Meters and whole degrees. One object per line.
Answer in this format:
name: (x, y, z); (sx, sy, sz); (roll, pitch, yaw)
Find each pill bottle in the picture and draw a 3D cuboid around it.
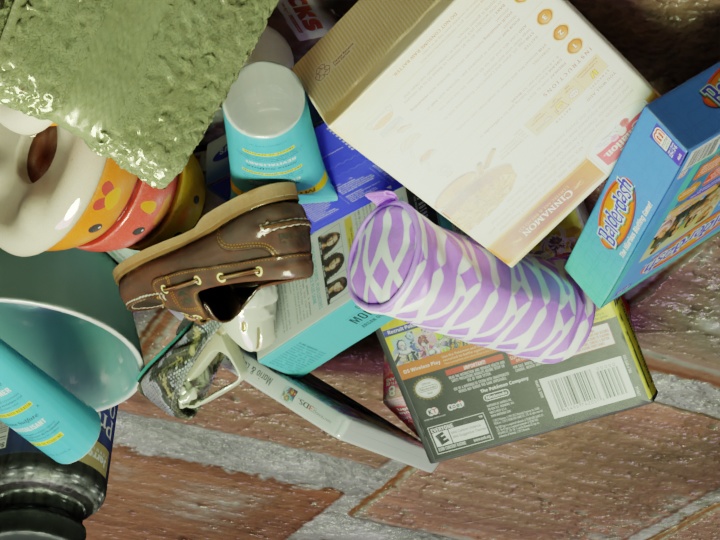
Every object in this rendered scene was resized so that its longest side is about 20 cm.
pill bottle: (-0.277, 0.156, 1.457); (0.111, 0.201, 0.112); (2, 149, 1)

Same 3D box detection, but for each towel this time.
towel: (-0.117, -0.159, 0.910); (0.148, 0.200, 0.036); (29, 174, -32)

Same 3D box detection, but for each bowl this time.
bowl: (-0.273, 0.030, 1.342); (0.200, 0.105, 0.201); (1, 149, 1)

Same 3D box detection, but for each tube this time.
tube: (-0.285, 0.083, 1.279); (0.077, 0.051, 0.200); (-22, 136, 23)
tube: (-0.057, -0.077, 1.079); (0.077, 0.051, 0.200); (2, 165, 2)

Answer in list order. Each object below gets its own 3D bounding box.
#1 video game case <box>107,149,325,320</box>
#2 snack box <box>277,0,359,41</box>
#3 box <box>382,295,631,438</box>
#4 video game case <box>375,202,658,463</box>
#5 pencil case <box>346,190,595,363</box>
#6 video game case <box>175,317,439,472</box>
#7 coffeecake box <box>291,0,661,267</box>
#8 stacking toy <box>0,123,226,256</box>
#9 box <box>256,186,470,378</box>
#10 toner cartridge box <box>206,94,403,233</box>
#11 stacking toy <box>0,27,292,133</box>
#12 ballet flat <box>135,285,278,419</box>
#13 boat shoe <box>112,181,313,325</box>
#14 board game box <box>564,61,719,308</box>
video game case: (-0.115, -0.027, 1.316); (0.182, 0.023, 0.200); (-12, 146, 22)
snack box: (-0.043, -0.215, 1.001); (0.072, 0.024, 0.200); (-8, 148, 20)
box: (0.126, 0.071, 1.387); (0.199, 0.100, 0.095); (-13, 145, 22)
video game case: (0.112, 0.045, 1.297); (0.199, 0.025, 0.181); (-19, 99, 25)
pencil case: (0.083, 0.009, 1.161); (0.200, 0.086, 0.084); (17, 168, -41)
video game case: (-0.041, 0.108, 1.391); (0.182, 0.024, 0.200); (30, 179, 29)
coffeecake box: (0.082, -0.115, 1.052); (0.153, 0.073, 0.200); (-44, 132, 13)
stacking toy: (-0.159, -0.063, 1.171); (0.146, 0.147, 0.200); (-26, 149, 38)
box: (0.000, 0.000, 1.266); (0.200, 0.083, 0.049); (-33, 140, 31)
toner cartridge box: (-0.005, -0.094, 1.158); (0.200, 0.043, 0.095); (-26, 138, 27)
stacking toy: (-0.128, -0.149, 1.028); (0.199, 0.147, 0.146); (5, 153, -36)
ballet flat: (-0.103, 0.047, 1.271); (0.072, 0.072, 0.200); (20, 128, -26)
boat shoe: (-0.104, 0.003, 1.128); (0.070, 0.071, 0.200); (-13, 173, -39)
board game box: (0.231, -0.072, 1.120); (0.152, 0.045, 0.200); (-31, 158, -25)
